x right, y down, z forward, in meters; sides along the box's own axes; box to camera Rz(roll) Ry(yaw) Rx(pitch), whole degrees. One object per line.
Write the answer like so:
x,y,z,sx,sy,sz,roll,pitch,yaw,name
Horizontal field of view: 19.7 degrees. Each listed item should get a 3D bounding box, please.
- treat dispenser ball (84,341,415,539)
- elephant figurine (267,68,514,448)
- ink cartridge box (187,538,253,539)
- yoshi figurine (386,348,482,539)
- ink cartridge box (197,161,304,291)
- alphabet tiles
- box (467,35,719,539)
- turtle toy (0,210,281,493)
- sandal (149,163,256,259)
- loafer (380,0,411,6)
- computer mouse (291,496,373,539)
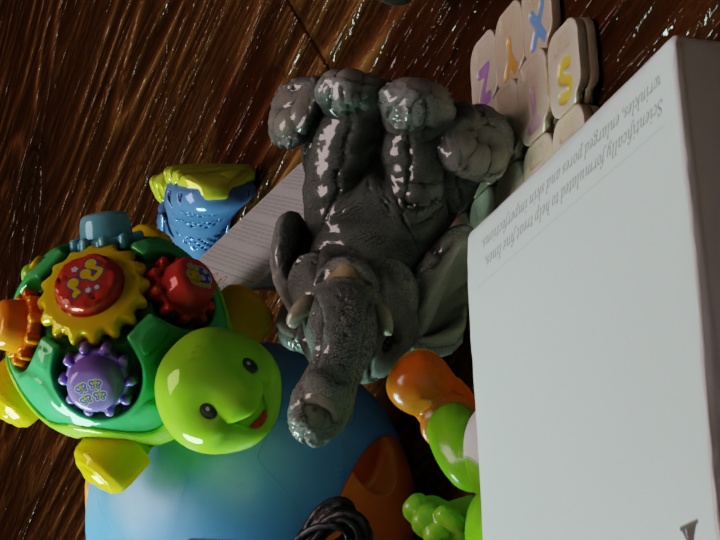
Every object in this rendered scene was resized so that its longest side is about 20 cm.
-0.067,0.143,1.254,0.201,0.201,0.201,-176,90,-72,treat dispenser ball
0.000,0.000,1.126,0.141,0.155,0.200,2,81,49,elephant figurine
0.003,0.213,1.020,0.084,0.200,0.145,-115,34,-56,ink cartridge box
0.075,0.093,0.982,0.200,0.112,0.112,-114,39,-50,yoshi figurine
-0.050,-0.002,1.301,0.200,0.050,0.162,-47,16,-9,ink cartridge box
0.085,-0.056,1.132,0.200,0.015,0.196,135,136,-64,alphabet tiles
0.136,0.048,0.754,0.199,0.131,0.200,134,137,-63,box
-0.121,0.042,1.151,0.200,0.146,0.101,31,159,29,turtle toy
-0.130,-0.044,1.718,0.200,0.079,0.087,163,107,-80,sandal
0.035,-0.193,1.249,0.200,0.073,0.071,-120,27,-68,loafer
0.004,0.200,1.096,0.110,0.200,0.044,-41,43,4,computer mouse
